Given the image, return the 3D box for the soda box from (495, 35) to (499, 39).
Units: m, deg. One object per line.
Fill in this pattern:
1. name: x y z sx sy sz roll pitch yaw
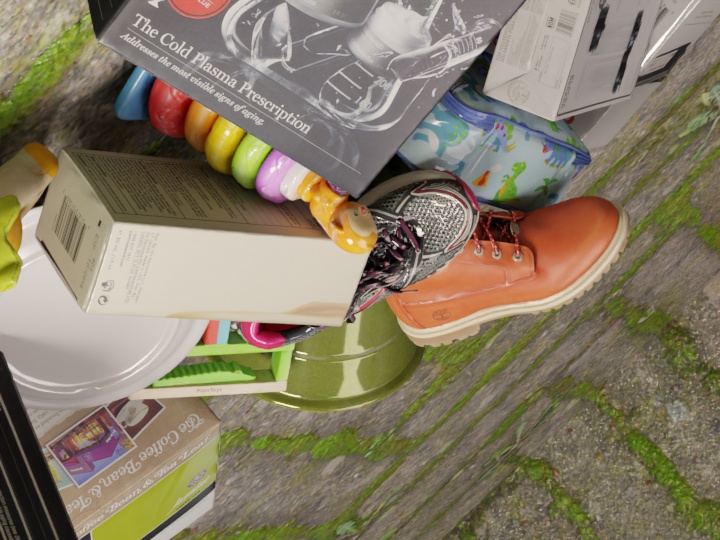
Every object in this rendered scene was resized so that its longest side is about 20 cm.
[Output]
1. soda box: 0.122 -0.265 1.460 0.063 0.070 0.200 -24 155 -45

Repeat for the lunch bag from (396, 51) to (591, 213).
1. lunch bag: 0.076 -0.125 1.507 0.199 0.161 0.083 15 117 -49

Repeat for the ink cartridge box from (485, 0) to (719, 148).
1. ink cartridge box: 0.204 -0.221 1.616 0.200 0.145 0.084 -51 161 27

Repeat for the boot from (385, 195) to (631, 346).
1. boot: 0.105 -0.016 1.471 0.199 0.075 0.107 -24 137 12

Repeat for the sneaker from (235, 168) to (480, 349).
1. sneaker: 0.000 0.000 1.405 0.199 0.081 0.075 -32 -165 8

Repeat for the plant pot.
1. plant pot: -0.031 -0.022 1.561 0.199 0.200 0.191 -30 147 -33

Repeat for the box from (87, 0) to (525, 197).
1. box: -0.030 -0.177 1.128 0.199 0.104 0.182 29 112 -30

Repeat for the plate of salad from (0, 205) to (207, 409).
1. plate of salad: -0.203 0.021 1.382 0.198 0.048 0.201 -11 134 -12

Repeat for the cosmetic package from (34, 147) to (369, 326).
1. cosmetic package: -0.104 -0.021 1.289 0.199 0.105 0.071 5 118 -33

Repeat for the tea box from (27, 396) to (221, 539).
1. tea box: -0.234 0.173 1.627 0.199 0.134 0.197 -35 162 -23

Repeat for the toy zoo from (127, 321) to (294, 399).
1. toy zoo: -0.103 0.006 1.451 0.130 0.020 0.201 -3 121 -22

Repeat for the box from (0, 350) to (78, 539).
1. box: -0.310 0.177 1.284 0.197 0.201 0.124 -7 145 -34

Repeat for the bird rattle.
1. bird rattle: -0.259 -0.003 1.229 0.163 0.112 0.200 -48 175 -46

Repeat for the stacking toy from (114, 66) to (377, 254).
1. stacking toy: -0.056 -0.086 1.282 0.110 0.200 0.116 -51 160 24

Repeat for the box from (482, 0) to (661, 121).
1. box: 0.169 -0.185 1.472 0.200 0.060 0.117 -23 132 -63

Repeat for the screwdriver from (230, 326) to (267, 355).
1. screwdriver: -0.141 0.017 1.476 0.028 0.029 0.200 -48 131 8
